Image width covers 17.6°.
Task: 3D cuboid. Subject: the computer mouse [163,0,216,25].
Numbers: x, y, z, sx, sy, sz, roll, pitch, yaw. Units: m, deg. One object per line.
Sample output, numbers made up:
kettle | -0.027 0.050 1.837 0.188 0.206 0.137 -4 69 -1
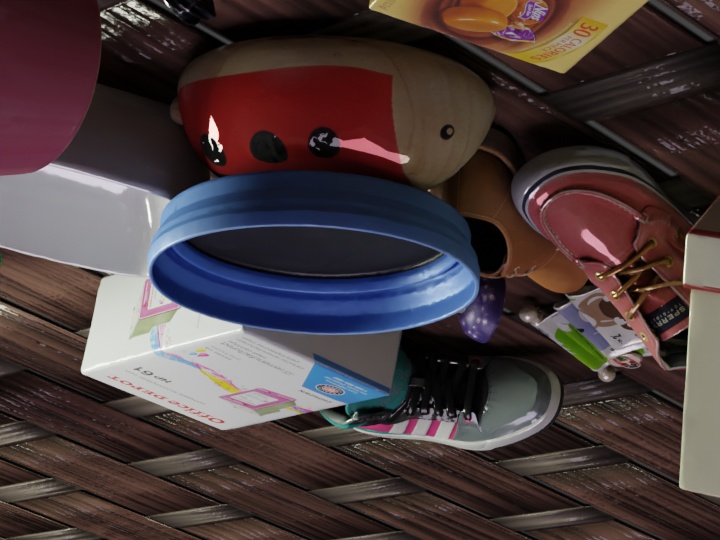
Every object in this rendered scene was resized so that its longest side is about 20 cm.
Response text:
computer mouse | -0.095 -0.188 1.017 0.034 0.200 0.059 -30 152 12

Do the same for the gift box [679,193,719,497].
gift box | 0.295 0.023 1.305 0.200 0.185 0.187 7 115 19

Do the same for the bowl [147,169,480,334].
bowl | -0.027 -0.010 1.400 0.201 0.039 0.201 3 160 1

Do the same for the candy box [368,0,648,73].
candy box | 0.095 -0.172 1.132 0.117 0.056 0.200 17 158 -17

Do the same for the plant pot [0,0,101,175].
plant pot | -0.246 -0.125 1.237 0.179 0.200 0.200 9 164 -41

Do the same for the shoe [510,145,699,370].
shoe | 0.176 -0.003 1.437 0.071 0.091 0.200 -39 138 23

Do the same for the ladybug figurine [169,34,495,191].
ladybug figurine | -0.021 -0.084 1.372 0.200 0.072 0.136 1 157 22

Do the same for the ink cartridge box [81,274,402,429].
ink cartridge box | -0.088 0.048 1.708 0.145 0.085 0.200 26 154 -35

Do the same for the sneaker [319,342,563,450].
sneaker | 0.043 0.085 1.757 0.200 0.084 0.121 -3 164 32

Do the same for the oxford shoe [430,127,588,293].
oxford shoe | 0.093 -0.021 1.484 0.071 0.071 0.200 -4 156 30

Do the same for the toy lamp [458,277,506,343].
toy lamp | 0.000 0.000 1.595 0.200 0.058 0.058 13 158 -16

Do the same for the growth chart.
growth chart | 0.212 0.035 1.641 0.200 0.018 0.145 -12 149 41

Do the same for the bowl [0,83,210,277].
bowl | -0.193 -0.068 1.468 0.200 0.075 0.200 16 163 -12
